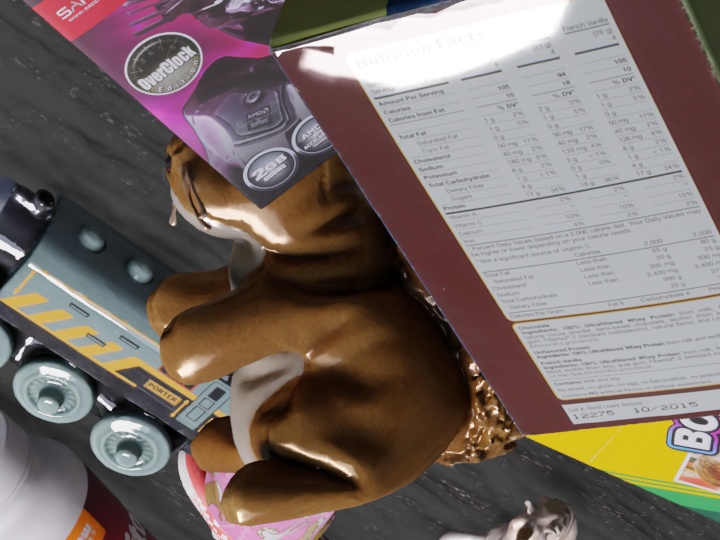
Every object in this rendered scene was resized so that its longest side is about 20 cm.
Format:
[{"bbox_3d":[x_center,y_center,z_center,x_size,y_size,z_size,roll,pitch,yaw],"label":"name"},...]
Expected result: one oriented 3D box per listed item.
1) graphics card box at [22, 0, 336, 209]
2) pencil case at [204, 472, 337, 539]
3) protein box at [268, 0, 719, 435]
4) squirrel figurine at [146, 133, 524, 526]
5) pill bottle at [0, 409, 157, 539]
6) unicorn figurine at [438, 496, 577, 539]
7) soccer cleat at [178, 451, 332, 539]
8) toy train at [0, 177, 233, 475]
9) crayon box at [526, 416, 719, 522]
[{"bbox_3d":[-0.049,-0.118,0.674,0.125,0.051,0.200,-36,140,10],"label":"graphics card box"},{"bbox_3d":[-0.008,0.087,0.985,0.083,0.087,0.200,41,139,-5],"label":"pencil case"},{"bbox_3d":[0.093,-0.085,0.646,0.134,0.199,0.200,-9,133,29],"label":"protein box"},{"bbox_3d":[0.000,0.000,0.826,0.199,0.142,0.188,-9,96,-3],"label":"squirrel figurine"},{"bbox_3d":[-0.198,0.180,1.149,0.113,0.113,0.200,-10,134,32],"label":"pill bottle"},{"bbox_3d":[0.100,0.190,1.083,0.137,0.074,0.200,-30,136,33],"label":"unicorn figurine"},{"bbox_3d":[-0.058,0.171,1.120,0.085,0.069,0.200,-20,132,33],"label":"soccer cleat"},{"bbox_3d":[-0.141,0.029,0.980,0.200,0.085,0.114,36,127,-17],"label":"toy train"},{"bbox_3d":[0.180,0.040,0.871,0.172,0.058,0.200,23,141,-5],"label":"crayon box"}]
